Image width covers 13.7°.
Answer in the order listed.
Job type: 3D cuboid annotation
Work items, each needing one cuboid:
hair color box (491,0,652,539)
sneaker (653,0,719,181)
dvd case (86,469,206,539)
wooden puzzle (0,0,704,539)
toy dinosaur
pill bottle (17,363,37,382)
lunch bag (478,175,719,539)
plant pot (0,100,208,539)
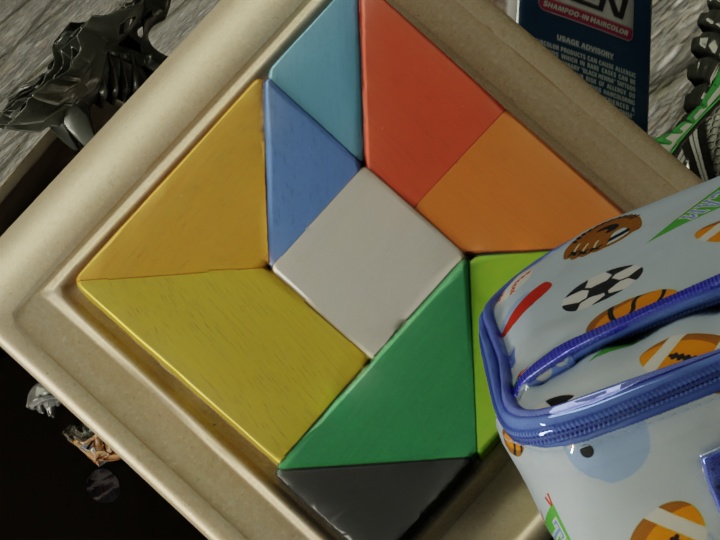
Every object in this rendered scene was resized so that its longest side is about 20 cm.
[{"bbox_3d":[0.045,-0.004,1.016,0.100,0.060,0.201,-25,55,52],"label":"hair color box"},{"bbox_3d":[0.139,-0.030,0.981,0.085,0.078,0.201,-6,46,38],"label":"sneaker"},{"bbox_3d":[-0.059,0.058,1.294,0.200,0.016,0.149,-35,29,3],"label":"dvd case"},{"bbox_3d":[0.000,0.000,0.927,0.185,0.200,0.037,-47,-17,-6],"label":"wooden puzzle"},{"bbox_3d":[-0.053,-0.034,1.030,0.200,0.136,0.102,-56,11,-26],"label":"toy dinosaur"},{"bbox_3d":[-0.082,0.011,1.256,0.199,0.112,0.112,-17,27,31],"label":"pill bottle"},{"bbox_3d":[0.132,0.011,0.785,0.199,0.076,0.160,-24,11,5],"label":"lunch bag"},{"bbox_3d":[-0.101,0.089,1.119,0.200,0.200,0.177,-52,4,-27],"label":"plant pot"}]
